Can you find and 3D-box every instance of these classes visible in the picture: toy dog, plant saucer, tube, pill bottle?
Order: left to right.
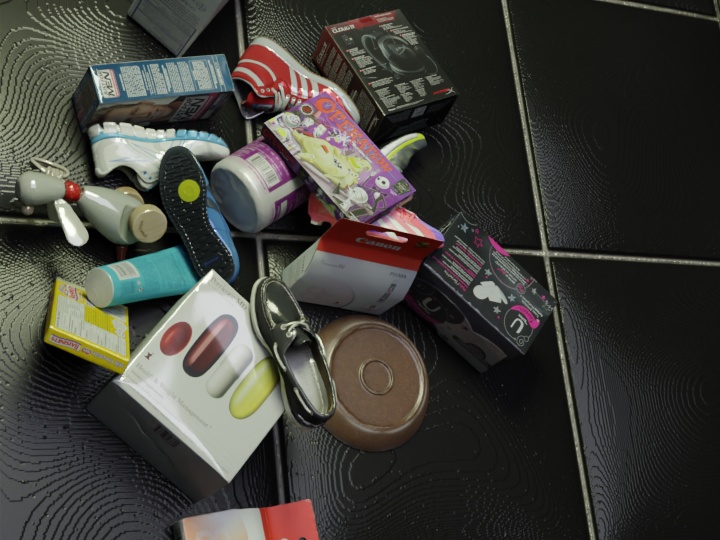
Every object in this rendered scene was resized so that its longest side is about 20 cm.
[{"bbox_3d":[-0.357,-0.066,1.629,0.199,0.132,0.097,18,102,-16],"label":"toy dog"},{"bbox_3d":[-0.273,0.007,1.644,0.200,0.050,0.078,-14,81,-55],"label":"tube"},{"bbox_3d":[-0.107,-0.145,1.777,0.200,0.112,0.113,-35,89,-34],"label":"pill bottle"},{"bbox_3d":[0.017,0.154,1.771,0.199,0.034,0.201,9,67,-24],"label":"plant saucer"}]

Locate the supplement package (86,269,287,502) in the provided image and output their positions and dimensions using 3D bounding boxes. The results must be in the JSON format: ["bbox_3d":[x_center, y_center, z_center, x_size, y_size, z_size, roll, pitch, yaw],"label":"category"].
[{"bbox_3d":[-0.201,0.148,1.591,0.191,0.147,0.200,42,59,-7],"label":"supplement package"}]

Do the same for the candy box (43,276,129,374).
[{"bbox_3d":[-0.336,0.065,1.541,0.102,0.200,0.027,23,101,-16],"label":"candy box"}]

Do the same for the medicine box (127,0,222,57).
[{"bbox_3d":[-0.217,-0.433,1.778,0.103,0.200,0.183,40,58,-11],"label":"medicine box"}]

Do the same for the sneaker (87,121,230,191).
[{"bbox_3d":[-0.277,-0.151,1.723,0.199,0.075,0.087,1,81,-22],"label":"sneaker"}]

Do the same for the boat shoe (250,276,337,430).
[{"bbox_3d":[-0.081,0.097,1.549,0.074,0.060,0.201,-9,78,-31],"label":"boat shoe"}]

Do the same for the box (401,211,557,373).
[{"bbox_3d":[0.161,0.037,1.833,0.200,0.132,0.115,43,60,-7],"label":"box"}]

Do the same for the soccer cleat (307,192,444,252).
[{"bbox_3d":[0.024,-0.078,1.740,0.199,0.067,0.077,15,96,5],"label":"soccer cleat"}]

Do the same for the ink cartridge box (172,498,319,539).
[{"bbox_3d":[-0.129,0.384,1.595,0.199,0.050,0.163,-6,74,-26],"label":"ink cartridge box"}]

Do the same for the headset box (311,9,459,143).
[{"bbox_3d":[0.032,-0.307,1.915,0.148,0.077,0.200,-21,66,-32],"label":"headset box"}]

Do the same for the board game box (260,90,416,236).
[{"bbox_3d":[-0.031,-0.150,1.722,0.120,0.032,0.200,-31,73,-36],"label":"board game box"}]

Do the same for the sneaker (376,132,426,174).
[{"bbox_3d":[0.033,-0.142,1.883,0.200,0.074,0.081,-38,107,-31],"label":"sneaker"}]

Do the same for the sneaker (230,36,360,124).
[{"bbox_3d":[-0.103,-0.248,1.843,0.200,0.071,0.113,35,54,-2],"label":"sneaker"}]

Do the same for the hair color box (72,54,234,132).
[{"bbox_3d":[-0.286,-0.245,1.729,0.199,0.100,0.061,-10,77,-30],"label":"hair color box"}]

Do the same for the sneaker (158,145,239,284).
[{"bbox_3d":[-0.220,-0.072,1.706,0.066,0.078,0.201,-22,93,3],"label":"sneaker"}]

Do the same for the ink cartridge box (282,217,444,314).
[{"bbox_3d":[0.000,0.000,1.722,0.162,0.200,0.057,11,69,-23],"label":"ink cartridge box"}]
